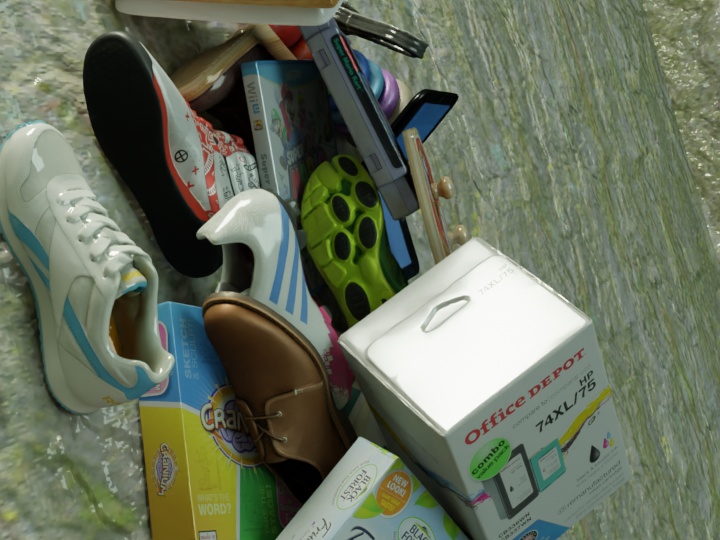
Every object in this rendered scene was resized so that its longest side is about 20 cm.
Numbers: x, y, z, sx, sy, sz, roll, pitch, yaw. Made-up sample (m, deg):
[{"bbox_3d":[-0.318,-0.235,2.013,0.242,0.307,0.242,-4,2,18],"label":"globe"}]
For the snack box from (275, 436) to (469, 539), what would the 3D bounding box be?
[{"bbox_3d":[-0.014,0.247,0.906,0.200,0.053,0.142,-49,128,-16],"label":"snack box"}]

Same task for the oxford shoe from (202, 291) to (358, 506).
[{"bbox_3d":[-0.062,0.101,0.904,0.200,0.071,0.071,59,36,-28],"label":"oxford shoe"}]

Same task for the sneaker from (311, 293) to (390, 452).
[{"bbox_3d":[-0.004,0.094,1.075,0.070,0.093,0.200,-38,110,-61],"label":"sneaker"}]

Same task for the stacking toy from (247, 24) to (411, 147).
[{"bbox_3d":[-0.035,-0.207,1.202,0.200,0.085,0.086,39,43,-42],"label":"stacking toy"}]

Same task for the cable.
[{"bbox_3d":[-0.010,-0.259,1.195,0.097,0.200,0.050,31,86,-39],"label":"cable"}]

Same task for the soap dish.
[{"bbox_3d":[-0.097,-0.268,0.983,0.157,0.200,0.081,-66,157,-50],"label":"soap dish"}]

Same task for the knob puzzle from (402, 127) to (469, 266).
[{"bbox_3d":[0.076,-0.043,1.066,0.220,0.030,0.220,-15,90,-83],"label":"knob puzzle"}]

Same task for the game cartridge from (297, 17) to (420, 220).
[{"bbox_3d":[0.002,-0.141,1.053,0.200,0.038,0.130,64,2,-3],"label":"game cartridge"}]

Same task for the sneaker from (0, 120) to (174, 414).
[{"bbox_3d":[-0.183,-0.008,0.812,0.076,0.081,0.200,-19,92,-61],"label":"sneaker"}]

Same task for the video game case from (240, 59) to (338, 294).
[{"bbox_3d":[-0.050,-0.083,1.056,0.143,0.018,0.200,-25,107,-66],"label":"video game case"}]

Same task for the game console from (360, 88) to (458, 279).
[{"bbox_3d":[0.056,-0.081,1.221,0.200,0.116,0.176,-24,97,-74],"label":"game console"}]

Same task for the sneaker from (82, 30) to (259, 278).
[{"bbox_3d":[-0.144,-0.103,0.953,0.202,0.067,0.108,67,27,-19],"label":"sneaker"}]

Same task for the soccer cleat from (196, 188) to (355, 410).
[{"bbox_3d":[-0.070,0.035,0.939,0.086,0.070,0.200,-34,116,-33],"label":"soccer cleat"}]

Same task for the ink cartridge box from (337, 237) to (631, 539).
[{"bbox_3d":[0.103,0.110,0.964,0.146,0.147,0.200,40,-19,45],"label":"ink cartridge box"}]

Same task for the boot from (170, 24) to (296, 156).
[{"bbox_3d":[-0.083,-0.127,1.069,0.167,0.072,0.200,63,25,-15],"label":"boot"}]

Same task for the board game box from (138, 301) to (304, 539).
[{"bbox_3d":[-0.104,0.132,0.925,0.153,0.040,0.200,15,63,-59],"label":"board game box"}]

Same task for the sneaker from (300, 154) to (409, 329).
[{"bbox_3d":[0.000,0.000,1.042,0.084,0.074,0.200,-73,145,-90],"label":"sneaker"}]
